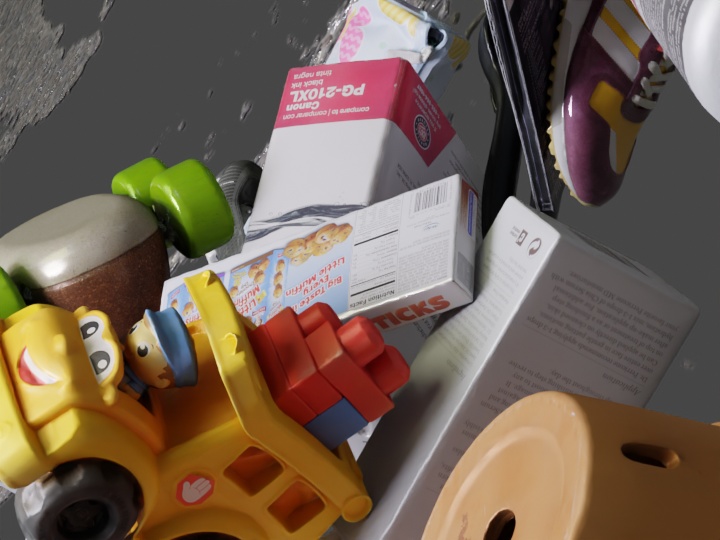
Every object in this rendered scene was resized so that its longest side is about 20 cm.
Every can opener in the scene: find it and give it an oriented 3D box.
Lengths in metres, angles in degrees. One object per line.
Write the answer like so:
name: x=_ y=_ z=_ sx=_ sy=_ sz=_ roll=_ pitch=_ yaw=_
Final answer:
can opener: x=0.104 y=-0.089 z=1.573 sx=0.063 sy=0.079 sz=0.201 roll=-10 pitch=48 yaw=14

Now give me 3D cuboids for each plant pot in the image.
plant pot: x=0.115 y=0.144 z=1.155 sx=0.200 sy=0.139 sz=0.201 roll=-47 pitch=28 yaw=34

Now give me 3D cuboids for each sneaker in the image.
sneaker: x=-0.070 y=-0.009 z=1.853 sx=0.090 sy=0.066 sz=0.201 roll=-40 pitch=35 yaw=39
sneaker: x=0.161 y=-0.133 z=1.455 sx=0.075 sy=0.089 sz=0.202 roll=-8 pitch=-76 yaw=-68

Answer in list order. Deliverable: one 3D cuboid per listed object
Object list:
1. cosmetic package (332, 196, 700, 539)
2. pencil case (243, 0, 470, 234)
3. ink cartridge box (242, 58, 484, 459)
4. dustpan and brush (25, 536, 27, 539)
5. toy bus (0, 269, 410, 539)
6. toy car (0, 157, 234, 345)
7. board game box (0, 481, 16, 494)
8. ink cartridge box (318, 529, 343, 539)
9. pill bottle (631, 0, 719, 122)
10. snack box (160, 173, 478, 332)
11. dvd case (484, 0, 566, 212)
cosmetic package: x=0.079 y=0.076 z=1.360 sx=0.201 sy=0.101 sz=0.071 roll=-60 pitch=27 yaw=7
pencil case: x=-0.001 y=-0.089 z=1.761 sx=0.091 sy=0.083 sz=0.201 roll=32 pitch=95 yaw=53
ink cartridge box: x=0.000 y=0.000 z=1.530 sx=0.084 sy=0.145 sz=0.201 roll=-3 pitch=56 yaw=27
dustpan and brush: x=-0.164 y=0.126 z=1.638 sx=0.057 sy=0.201 sz=0.139 roll=6 pitch=27 yaw=46
toy bus: x=-0.080 y=0.070 z=1.319 sx=0.192 sy=0.200 sz=0.136 roll=-37 pitch=42 yaw=12
toy car: x=-0.138 y=0.058 z=1.534 sx=0.164 sy=0.201 sz=0.158 roll=-28 pitch=12 yaw=-18
board game box: x=-0.158 y=0.106 z=1.729 sx=0.196 sy=0.199 sz=0.056 roll=-37 pitch=28 yaw=48
ink cartridge box: x=-0.062 y=0.252 z=1.378 sx=0.199 sy=0.084 sz=0.145 roll=-29 pitch=45 yaw=12
pill bottle: x=0.206 y=-0.131 z=1.301 sx=0.111 sy=0.110 sz=0.200 roll=-56 pitch=23 yaw=18
snack box: x=-0.027 y=0.011 z=1.398 sx=0.199 sy=0.024 sz=0.072 roll=-19 pitch=48 yaw=29
dvd case: x=0.110 y=-0.151 z=1.467 sx=0.200 sy=0.016 sz=0.149 roll=72 pitch=-147 yaw=-53
